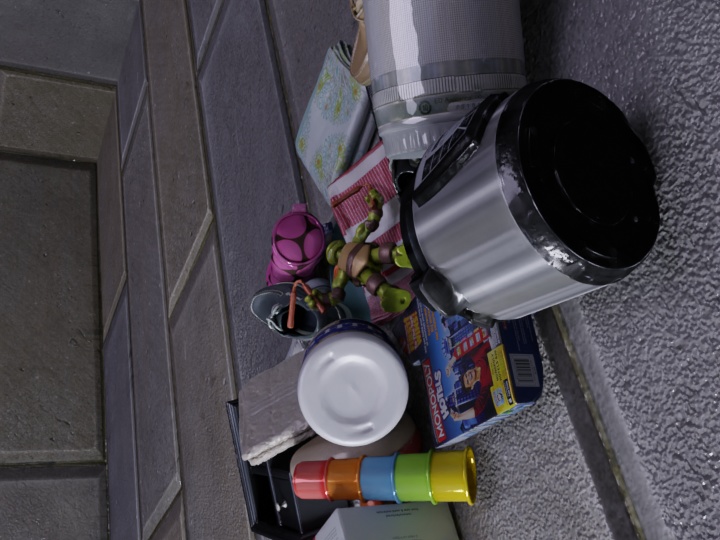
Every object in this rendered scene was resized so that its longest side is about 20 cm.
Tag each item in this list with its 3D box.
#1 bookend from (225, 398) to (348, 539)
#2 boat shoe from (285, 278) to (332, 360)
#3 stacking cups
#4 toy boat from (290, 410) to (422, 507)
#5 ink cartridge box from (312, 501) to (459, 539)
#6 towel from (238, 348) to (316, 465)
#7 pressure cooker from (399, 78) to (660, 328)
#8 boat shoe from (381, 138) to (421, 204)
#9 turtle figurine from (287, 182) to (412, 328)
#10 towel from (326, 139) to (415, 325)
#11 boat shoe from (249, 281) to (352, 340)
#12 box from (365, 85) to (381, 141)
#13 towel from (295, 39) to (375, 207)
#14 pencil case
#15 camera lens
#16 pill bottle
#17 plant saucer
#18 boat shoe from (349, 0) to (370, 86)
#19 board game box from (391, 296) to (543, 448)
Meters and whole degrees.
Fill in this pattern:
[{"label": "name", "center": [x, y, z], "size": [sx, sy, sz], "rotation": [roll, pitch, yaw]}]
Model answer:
[{"label": "bookend", "center": [-0.104, 0.278, 1.196], "size": [0.199, 0.091, 0.202], "rotation": [-16, 85, 62]}, {"label": "boat shoe", "center": [-0.070, 0.114, 1.221], "size": [0.086, 0.074, 0.204], "rotation": [-120, 40, -50]}, {"label": "stacking cups", "center": [0.023, 0.220, 0.891], "size": [0.060, 0.197, 0.061], "rotation": [-4, -90, -74]}, {"label": "toy boat", "center": [0.007, 0.251, 1.023], "size": [0.132, 0.130, 0.200], "rotation": [59, 148, 2]}, {"label": "ink cartridge box", "center": [0.034, 0.374, 0.887], "size": [0.146, 0.143, 0.202], "rotation": [-58, 37, 43]}, {"label": "towel", "center": [-0.082, 0.173, 1.129], "size": [0.198, 0.035, 0.134], "rotation": [-29, 41, 17]}, {"label": "pressure cooker", "center": [0.130, -0.046, 0.717], "size": [0.199, 0.174, 0.181], "rotation": [-29, 64, 55]}, {"label": "boat shoe", "center": [0.064, -0.117, 0.937], "size": [0.071, 0.067, 0.202], "rotation": [-31, 67, 28]}, {"label": "turtle figurine", "center": [0.000, 0.000, 0.974], "size": [0.161, 0.064, 0.202], "rotation": [23, 80, 51]}, {"label": "towel", "center": [0.034, -0.051, 1.010], "size": [0.144, 0.023, 0.202], "rotation": [-34, 68, 38]}, {"label": "boat shoe", "center": [-0.098, 0.058, 1.157], "size": [0.198, 0.061, 0.074], "rotation": [12, 98, 44]}, {"label": "box", "center": [0.063, -0.262, 1.041], "size": [0.161, 0.049, 0.202], "rotation": [-47, 46, 47]}, {"label": "towel", "center": [-0.035, -0.218, 1.235], "size": [0.202, 0.048, 0.172], "rotation": [-69, 30, 30]}, {"label": "pencil case", "center": [-0.098, -0.021, 1.244], "size": [0.200, 0.089, 0.095], "rotation": [121, 142, -68]}, {"label": "camera lens", "center": [0.086, -0.223, 0.842], "size": [0.159, 0.158, 0.203], "rotation": [0, 97, 63]}, {"label": "pill bottle", "center": [-0.010, 0.119, 0.956], "size": [0.200, 0.118, 0.122], "rotation": [-120, 36, -86]}, {"label": "plant saucer", "center": [0.015, -0.022, 1.114], "size": [0.199, 0.035, 0.203], "rotation": [-17, 71, 61]}, {"label": "boat shoe", "center": [0.017, -0.330, 1.021], "size": [0.071, 0.064, 0.202], "rotation": [50, 128, 53]}, {"label": "board game box", "center": [0.110, 0.075, 0.878], "size": [0.200, 0.061, 0.203], "rotation": [134, 134, -54]}]
